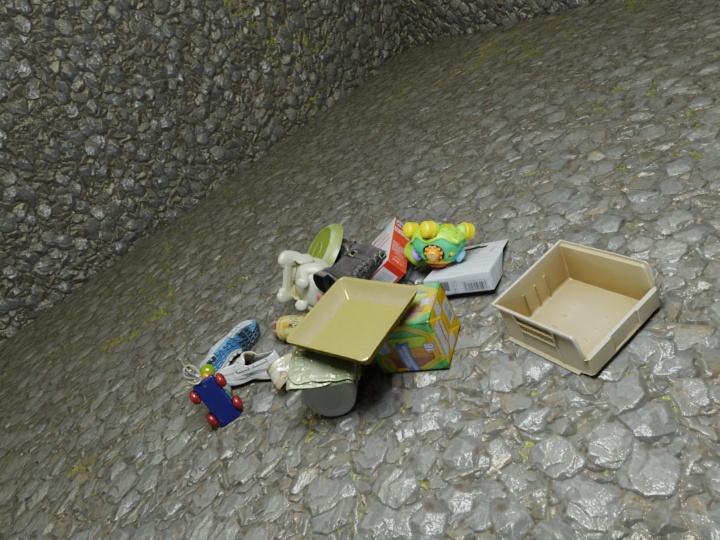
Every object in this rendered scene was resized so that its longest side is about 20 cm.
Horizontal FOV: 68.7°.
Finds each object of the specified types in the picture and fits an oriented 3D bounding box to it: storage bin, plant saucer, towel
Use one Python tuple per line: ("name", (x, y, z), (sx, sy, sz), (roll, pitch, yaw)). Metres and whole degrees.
("storage bin", (0.379, 0.061, 0.933), (0.199, 0.095, 0.198), (-38, 29, -16))
("plant saucer", (-0.010, 0.099, 0.999), (0.197, 0.049, 0.200), (6, 40, 38))
("towel", (-0.068, 0.153, 1.035), (0.145, 0.037, 0.202), (-9, 33, 8))
("plant saucer", (-0.117, -0.053, 1.548), (0.200, 0.031, 0.203), (-46, 30, 35))

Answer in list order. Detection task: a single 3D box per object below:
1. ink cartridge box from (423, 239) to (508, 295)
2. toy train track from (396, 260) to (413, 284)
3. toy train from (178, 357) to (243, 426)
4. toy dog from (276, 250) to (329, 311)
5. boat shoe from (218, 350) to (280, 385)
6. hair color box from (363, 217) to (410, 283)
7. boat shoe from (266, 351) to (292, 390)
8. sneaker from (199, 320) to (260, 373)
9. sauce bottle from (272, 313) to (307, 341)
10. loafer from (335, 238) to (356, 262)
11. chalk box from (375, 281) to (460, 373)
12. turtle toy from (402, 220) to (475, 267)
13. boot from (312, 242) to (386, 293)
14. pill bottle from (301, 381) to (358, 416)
("ink cartridge box", (0.255, -0.005, 1.229), (0.160, 0.058, 0.199), (-10, 13, 32))
("toy train track", (0.119, -0.015, 1.365), (0.113, 0.033, 0.202), (-9, 36, 35))
("toy train", (-0.354, 0.250, 1.214), (0.084, 0.203, 0.116), (-32, 23, -7))
("toy dog", (-0.098, 0.046, 1.345), (0.191, 0.143, 0.198), (1, 16, -44))
("boat shoe", (-0.275, 0.230, 1.296), (0.196, 0.071, 0.071), (-15, 20, 23))
("hair color box", (0.071, -0.035, 1.369), (0.111, 0.063, 0.202), (-46, 19, 34))
("boat shoe", (-0.117, 0.205, 1.213), (0.198, 0.072, 0.065), (-31, 62, -18))
("sneaker", (-0.361, 0.205, 1.429), (0.200, 0.076, 0.086), (-43, 25, -23))
("sauce bottle", (-0.131, 0.140, 1.321), (0.196, 0.067, 0.067), (-10, 33, 32))
("loafer", (-0.042, -0.055, 1.549), (0.069, 0.075, 0.200), (-5, 13, -19))
("chalk box", (0.085, 0.121, 1.083), (0.196, 0.126, 0.125), (-12, 32, 31))
("turtle toy", (0.171, -0.060, 1.239), (0.142, 0.104, 0.199), (0, 2, -26))
("boot", (0.000, 0.000, 1.227), (0.198, 0.070, 0.173), (27, 51, 38))
("pill bottle", (-0.052, 0.193, 1.108), (0.110, 0.114, 0.202), (-18, 30, 19))
